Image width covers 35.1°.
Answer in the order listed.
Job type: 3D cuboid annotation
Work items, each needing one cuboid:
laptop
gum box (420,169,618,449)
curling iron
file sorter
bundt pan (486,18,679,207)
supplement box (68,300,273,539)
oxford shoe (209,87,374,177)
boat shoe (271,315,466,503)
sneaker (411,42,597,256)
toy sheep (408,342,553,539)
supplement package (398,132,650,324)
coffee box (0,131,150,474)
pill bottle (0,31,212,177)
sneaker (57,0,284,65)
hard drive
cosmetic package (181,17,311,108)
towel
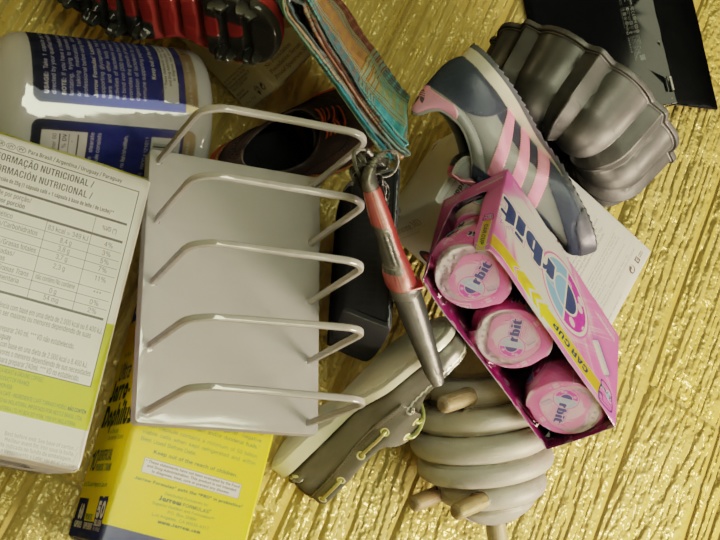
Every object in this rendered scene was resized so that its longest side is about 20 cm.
[{"bbox_3d":[0.271,-0.248,1.188,0.198,0.116,0.189,-12,86,2],"label":"laptop"},{"bbox_3d":[0.130,0.028,0.906,0.200,0.066,0.114,53,31,-22],"label":"gum box"},{"bbox_3d":[0.033,0.001,0.802,0.050,0.025,0.201,-55,134,-49],"label":"curling iron"},{"bbox_3d":[-0.073,0.004,0.793,0.138,0.124,0.202,8,73,-25],"label":"file sorter"},{"bbox_3d":[0.181,-0.129,1.025,0.202,0.202,0.076,40,78,-14],"label":"bundt pan"},{"bbox_3d":[-0.134,0.120,0.872,0.109,0.109,0.201,20,72,-21],"label":"supplement box"},{"bbox_3d":[-0.034,-0.116,0.981,0.199,0.072,0.071,-32,95,-27],"label":"oxford shoe"},{"bbox_3d":[0.015,0.114,0.916,0.060,0.202,0.072,44,22,-10],"label":"boat shoe"},{"bbox_3d":[0.118,-0.082,0.940,0.082,0.070,0.201,-35,99,0],"label":"sneaker"},{"bbox_3d":[0.103,0.148,0.974,0.137,0.138,0.202,-8,99,-27],"label":"toy sheep"},{"bbox_3d":[0.139,-0.029,1.028,0.200,0.114,0.110,39,67,-13],"label":"supplement package"},{"bbox_3d":[-0.278,0.020,0.768,0.199,0.199,0.199,17,74,-21],"label":"coffee box"},{"bbox_3d":[-0.222,-0.120,0.866,0.199,0.116,0.117,2,80,-26],"label":"pill bottle"},{"bbox_3d":[-0.142,-0.222,0.875,0.199,0.071,0.098,15,52,10],"label":"sneaker"},{"bbox_3d":[0.000,0.000,0.914,0.042,0.200,0.136,5,79,-5],"label":"hard drive"},{"bbox_3d":[-0.120,-0.248,0.962,0.200,0.071,0.105,45,66,-13],"label":"cosmetic package"},{"bbox_3d":[-0.006,-0.167,0.876,0.022,0.200,0.147,-32,105,14],"label":"towel"}]
